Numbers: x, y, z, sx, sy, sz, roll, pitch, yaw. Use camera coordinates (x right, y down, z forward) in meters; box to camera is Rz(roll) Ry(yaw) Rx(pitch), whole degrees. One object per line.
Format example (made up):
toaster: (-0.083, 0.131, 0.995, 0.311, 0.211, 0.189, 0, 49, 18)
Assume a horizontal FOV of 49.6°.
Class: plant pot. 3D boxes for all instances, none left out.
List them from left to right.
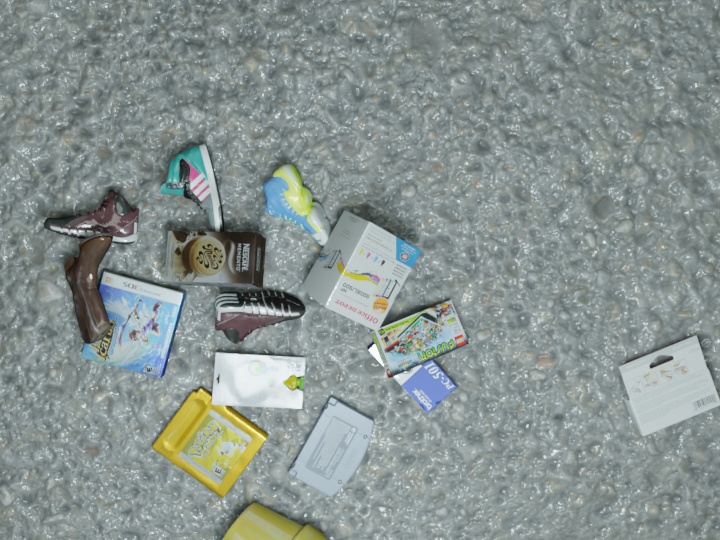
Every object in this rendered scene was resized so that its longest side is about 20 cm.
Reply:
plant pot: (-0.199, 0.616, 1.702, 0.189, 0.201, 0.201, 34, 91, 12)

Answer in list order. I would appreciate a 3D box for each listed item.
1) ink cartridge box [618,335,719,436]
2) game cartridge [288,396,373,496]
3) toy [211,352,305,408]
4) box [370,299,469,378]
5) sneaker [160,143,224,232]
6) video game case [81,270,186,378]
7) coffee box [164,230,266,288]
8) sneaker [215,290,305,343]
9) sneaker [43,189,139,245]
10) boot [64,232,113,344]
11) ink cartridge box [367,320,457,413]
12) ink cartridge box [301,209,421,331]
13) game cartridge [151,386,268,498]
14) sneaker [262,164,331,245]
ink cartridge box: (0.703, 0.262, 1.794, 0.200, 0.045, 0.177, -21, 94, -2)
game cartridge: (-0.059, 0.402, 1.767, 0.133, 0.040, 0.200, 30, 91, 0)
toy: (-0.226, 0.245, 1.744, 0.199, 0.047, 0.115, 4, 89, -7)
box: (0.132, 0.149, 1.722, 0.200, 0.035, 0.110, -20, 84, -23)
sneaker: (-0.370, -0.168, 1.695, 0.120, 0.084, 0.201, -13, 86, -7)
video game case: (-0.501, 0.119, 1.724, 0.181, 0.045, 0.200, 15, 92, -3)
coffee box: (-0.311, -0.024, 1.682, 0.199, 0.080, 0.113, 1, 82, 9)
sneaker: (-0.229, 0.109, 1.728, 0.199, 0.076, 0.116, 6, 122, -19)
sneaker: (-0.579, -0.124, 1.701, 0.199, 0.076, 0.116, 9, 87, -14)
boot: (-0.554, 0.043, 1.645, 0.064, 0.186, 0.200, 1, 62, -43)
ink cartridge box: (0.116, 0.217, 1.761, 0.094, 0.044, 0.200, -42, 94, 1)
ink cartridge box: (0.000, 0.000, 1.674, 0.147, 0.145, 0.200, 27, 92, -28)
game cartridge: (-0.337, 0.384, 1.753, 0.200, 0.032, 0.176, 36, 90, -5)
sneaker: (-0.146, -0.130, 1.727, 0.105, 0.076, 0.200, -27, 95, 17)
